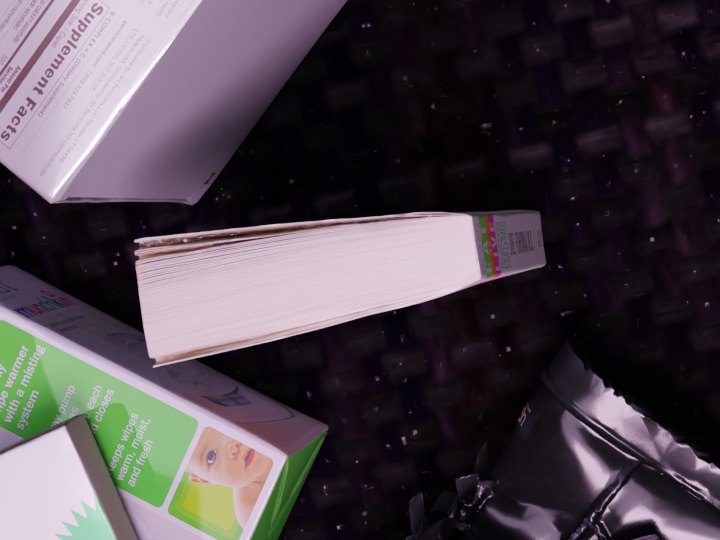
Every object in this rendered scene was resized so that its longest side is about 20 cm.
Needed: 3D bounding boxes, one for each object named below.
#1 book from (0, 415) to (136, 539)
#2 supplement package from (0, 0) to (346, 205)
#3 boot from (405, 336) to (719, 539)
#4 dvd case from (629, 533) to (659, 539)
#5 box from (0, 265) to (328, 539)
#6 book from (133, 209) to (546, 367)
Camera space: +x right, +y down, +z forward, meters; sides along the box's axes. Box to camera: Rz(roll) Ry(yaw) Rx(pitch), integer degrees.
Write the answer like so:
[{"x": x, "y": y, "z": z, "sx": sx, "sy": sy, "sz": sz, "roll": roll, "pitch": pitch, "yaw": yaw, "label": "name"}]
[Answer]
[{"x": -0.181, "y": 0.163, "z": 0.951, "sx": 0.199, "sy": 0.048, "sz": 0.135, "roll": -24, "pitch": 91, "yaw": 8, "label": "book"}, {"x": -0.091, "y": -0.121, "z": 0.945, "sx": 0.111, "sy": 0.200, "sz": 0.156, "roll": 39, "pitch": 98, "yaw": 8, "label": "supplement package"}, {"x": 0.111, "y": 0.142, "z": 0.978, "sx": 0.198, "sy": 0.073, "sz": 0.163, "roll": 35, "pitch": 105, "yaw": -1, "label": "boot"}, {"x": 0.091, "y": 0.217, "z": 0.971, "sx": 0.147, "sy": 0.016, "sz": 0.201, "roll": -19, "pitch": 111, "yaw": 14, "label": "dvd case"}, {"x": -0.138, "y": 0.125, "z": 1.017, "sx": 0.175, "sy": 0.097, "sz": 0.201, "roll": 27, "pitch": 98, "yaw": 7, "label": "box"}, {"x": 0.000, "y": 0.000, "z": 0.930, "sx": 0.132, "sy": 0.200, "sz": 0.049, "roll": -9, "pitch": 90, "yaw": 11, "label": "book"}]
